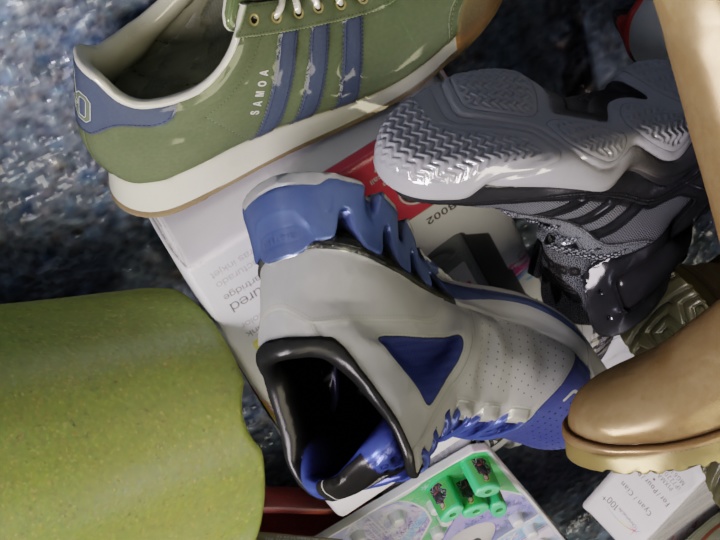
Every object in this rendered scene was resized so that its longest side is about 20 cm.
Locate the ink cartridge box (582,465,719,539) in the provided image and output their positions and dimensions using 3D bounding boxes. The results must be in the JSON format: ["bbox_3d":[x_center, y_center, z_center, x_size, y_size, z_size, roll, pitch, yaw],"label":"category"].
[{"bbox_3d":[0.187,0.113,1.228,0.199,0.045,0.177,-21,152,-52],"label":"ink cartridge box"}]

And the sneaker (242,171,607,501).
[{"bbox_3d":[0.018,0.053,0.942,0.080,0.116,0.199,-18,143,39],"label":"sneaker"}]

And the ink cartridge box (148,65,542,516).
[{"bbox_3d":[0.000,0.000,1.042,0.147,0.086,0.200,-33,135,-4],"label":"ink cartridge box"}]

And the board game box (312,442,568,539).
[{"bbox_3d":[0.017,0.188,1.182,0.199,0.026,0.200,-31,144,7],"label":"board game box"}]

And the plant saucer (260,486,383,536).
[{"bbox_3d":[-0.046,0.181,1.193,0.198,0.037,0.201,6,131,-35],"label":"plant saucer"}]

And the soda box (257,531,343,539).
[{"bbox_3d":[-0.109,0.164,1.065,0.198,0.064,0.068,4,116,0],"label":"soda box"}]

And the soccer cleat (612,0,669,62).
[{"bbox_3d":[0.196,-0.075,1.096,0.069,0.085,0.200,-43,136,8],"label":"soccer cleat"}]

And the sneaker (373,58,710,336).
[{"bbox_3d":[0.086,-0.025,0.965,0.199,0.075,0.114,-10,128,-34],"label":"sneaker"}]

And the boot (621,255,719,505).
[{"bbox_3d":[0.231,0.052,1.113,0.066,0.176,0.199,-38,164,34],"label":"boot"}]

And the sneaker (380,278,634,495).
[{"bbox_3d":[0.100,0.064,1.165,0.200,0.075,0.115,-43,134,4],"label":"sneaker"}]

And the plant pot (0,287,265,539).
[{"bbox_3d":[-0.149,0.091,0.963,0.183,0.200,0.201,-14,134,-31],"label":"plant pot"}]

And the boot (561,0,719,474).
[{"bbox_3d":[0.147,-0.029,0.901,0.174,0.066,0.201,-13,107,7],"label":"boot"}]

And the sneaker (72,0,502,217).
[{"bbox_3d":[-0.034,-0.105,0.941,0.199,0.067,0.090,-31,138,-3],"label":"sneaker"}]

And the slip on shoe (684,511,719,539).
[{"bbox_3d":[0.200,0.176,1.226,0.199,0.061,0.074,-25,156,-43],"label":"slip on shoe"}]
